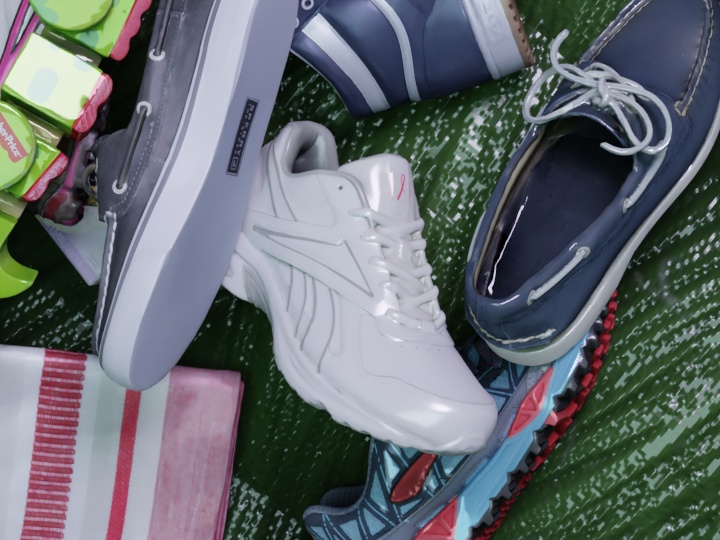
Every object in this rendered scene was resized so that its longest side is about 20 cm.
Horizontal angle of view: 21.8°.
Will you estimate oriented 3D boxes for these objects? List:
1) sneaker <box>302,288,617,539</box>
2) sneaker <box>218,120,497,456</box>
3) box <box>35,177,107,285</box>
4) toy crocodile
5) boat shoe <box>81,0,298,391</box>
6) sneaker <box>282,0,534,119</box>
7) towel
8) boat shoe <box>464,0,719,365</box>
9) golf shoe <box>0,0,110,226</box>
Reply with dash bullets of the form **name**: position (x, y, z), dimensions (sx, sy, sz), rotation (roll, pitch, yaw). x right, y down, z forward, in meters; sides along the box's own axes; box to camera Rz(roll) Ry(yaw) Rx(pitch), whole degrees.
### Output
- **sneaker**: position (0.043, 0.068, 0.878), dimensions (0.095, 0.079, 0.200), rotation (35, 100, 9)
- **sneaker**: position (0.000, 0.000, 0.841), dimensions (0.200, 0.078, 0.100), rotation (46, 113, 35)
- **box**: position (-0.175, -0.082, 0.929), dimensions (0.039, 0.041, 0.200), rotation (-39, 85, 10)
- **toy crocodile**: position (-0.131, -0.084, 0.812), dimensions (0.062, 0.068, 0.200), rotation (27, 88, -9)
- **boat shoe**: position (-0.089, -0.049, 0.833), dimensions (0.066, 0.070, 0.201), rotation (17, 92, 20)
- **sneaker**: position (-0.004, -0.169, 0.873), dimensions (0.108, 0.070, 0.201), rotation (-22, 93, 10)
- **towel**: position (-0.164, 0.109, 0.917), dimensions (0.199, 0.023, 0.145), rotation (7, 95, -10)
- **boat shoe**: position (0.104, -0.055, 0.835), dimensions (0.075, 0.062, 0.200), rotation (28, 77, 28)
- **golf shoe**: position (-0.152, -0.126, 0.879), dimensions (0.092, 0.073, 0.201), rotation (13, 77, -5)
